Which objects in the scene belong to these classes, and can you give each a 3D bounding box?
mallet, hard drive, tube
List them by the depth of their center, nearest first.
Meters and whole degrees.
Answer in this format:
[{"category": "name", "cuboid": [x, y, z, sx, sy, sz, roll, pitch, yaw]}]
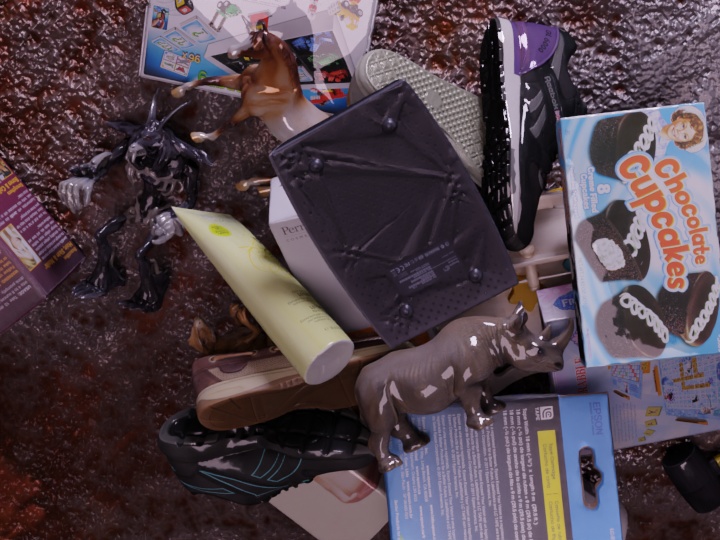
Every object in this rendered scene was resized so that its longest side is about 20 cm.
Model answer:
[{"category": "hard drive", "cuboid": [0.029, -0.046, 0.953, 0.134, 0.042, 0.200, -28, 115, 10]}, {"category": "tube", "cuboid": [-0.083, 0.011, 1.010, 0.052, 0.200, 0.058, -33, 149, -16]}, {"category": "mallet", "cuboid": [0.389, 0.165, 1.133, 0.199, 0.041, 0.066, -27, 105, 10]}]

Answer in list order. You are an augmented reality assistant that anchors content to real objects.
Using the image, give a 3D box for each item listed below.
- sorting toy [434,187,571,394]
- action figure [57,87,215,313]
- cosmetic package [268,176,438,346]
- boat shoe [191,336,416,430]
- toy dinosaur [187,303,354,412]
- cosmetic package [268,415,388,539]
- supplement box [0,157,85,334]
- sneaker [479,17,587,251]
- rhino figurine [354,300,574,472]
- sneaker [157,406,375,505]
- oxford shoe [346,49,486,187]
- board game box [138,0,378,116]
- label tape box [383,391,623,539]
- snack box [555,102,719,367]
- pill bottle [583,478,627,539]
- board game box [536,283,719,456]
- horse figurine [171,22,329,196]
[{"category": "sorting toy", "cuboid": [0.154, 0.032, 1.081, 0.199, 0.107, 0.181, -11, 118, 4]}, {"category": "action figure", "cuboid": [-0.202, -0.059, 1.080, 0.118, 0.102, 0.201, 19, 112, 11]}, {"category": "cosmetic package", "cuboid": [0.000, 0.000, 1.061, 0.101, 0.071, 0.201, -16, 127, 11]}, {"category": "boat shoe", "cuboid": [-0.049, 0.080, 1.038, 0.199, 0.072, 0.072, -14, 143, -7]}, {"category": "toy dinosaur", "cuboid": [-0.072, 0.080, 1.110, 0.199, 0.107, 0.060, 25, 153, -22]}, {"category": "cosmetic package", "cuboid": [-0.057, 0.170, 1.145, 0.200, 0.103, 0.087, 39, 110, -9]}, {"category": "supplement box", "cuboid": [-0.362, -0.048, 1.094, 0.085, 0.110, 0.200, -34, 103, 17]}, {"category": "sneaker", "cuboid": [0.152, -0.115, 0.999, 0.087, 0.076, 0.201, 3, 79, -10]}, {"category": "rhino figurine", "cuboid": [0.086, 0.086, 0.984, 0.199, 0.060, 0.088, -27, 93, 10]}, {"category": "sneaker", "cuboid": [-0.079, 0.164, 1.063, 0.199, 0.076, 0.080, -1, 120, 14]}, {"category": "oxford shoe", "cuboid": [0.070, -0.123, 1.044, 0.199, 0.075, 0.058, 29, 148, -22]}, {"category": "board game box", "cuboid": [-0.089, -0.214, 1.045, 0.199, 0.035, 0.127, 12, 112, 1]}, {"category": "label tape box", "cuboid": [0.122, 0.184, 1.043, 0.199, 0.063, 0.145, -5, 85, 8]}, {"category": "snack box", "cuboid": [0.226, -0.028, 0.958, 0.115, 0.037, 0.201, -6, 91, 3]}, {"category": "pill bottle", "cuboid": [0.145, 0.218, 1.135, 0.200, 0.111, 0.111, 34, 109, -6]}, {"category": "board game box", "cuboid": [0.265, 0.078, 1.059, 0.198, 0.041, 0.201, -11, 134, 4]}, {"category": "horse figurine", "cuboid": [-0.073, -0.121, 1.041, 0.132, 0.050, 0.200, -21, 125, 28]}]
